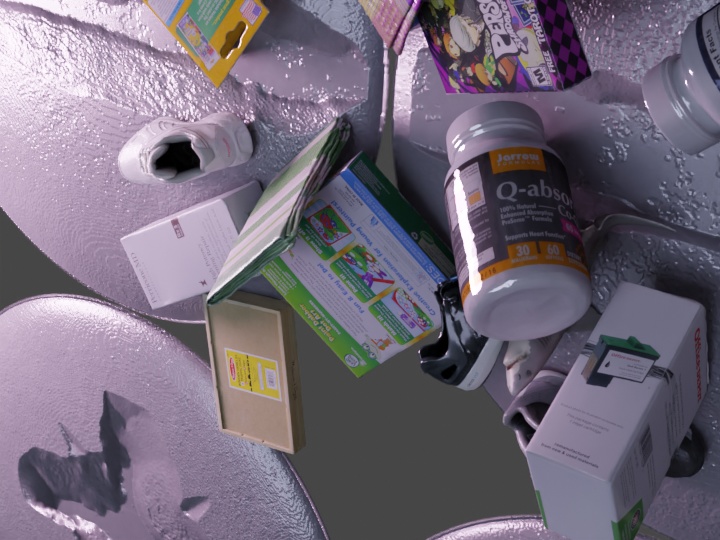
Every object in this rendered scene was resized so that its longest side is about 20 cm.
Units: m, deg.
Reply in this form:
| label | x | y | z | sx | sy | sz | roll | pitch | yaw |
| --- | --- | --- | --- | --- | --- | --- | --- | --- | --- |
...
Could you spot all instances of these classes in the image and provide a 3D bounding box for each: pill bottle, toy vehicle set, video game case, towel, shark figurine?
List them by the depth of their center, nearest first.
| label | x | y | z | sx | sy | sz | roll | pitch | yaw |
| --- | --- | --- | --- | --- | --- | --- | --- | --- | --- |
| pill bottle | 0.326 | -0.174 | 0.918 | 0.200 | 0.111 | 0.111 | -33 | 90 | 41 |
| video game case | 0.092 | -0.241 | 0.945 | 0.181 | 0.036 | 0.201 | 16 | 133 | 62 |
| towel | 0.018 | -0.282 | 0.984 | 0.144 | 0.023 | 0.200 | 59 | 162 | 9 |
| pill bottle | 0.137 | -0.047 | 1.060 | 0.116 | 0.116 | 0.202 | -38 | 48 | 41 |
| shark figurine | 0.217 | 0.020 | 1.134 | 0.089 | 0.128 | 0.215 | 28 | 111 | -8 |
| towel | -0.084 | -0.063 | 1.223 | 0.023 | 0.201 | 0.152 | 38 | 134 | -17 |
| toy vehicle set | -0.132 | 0.125 | 1.456 | 0.123 | 0.026 | 0.202 | 12 | 118 | 32 |

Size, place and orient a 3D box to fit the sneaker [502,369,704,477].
| label | x | y | z | sx | sy | sz | roll | pitch | yaw |
| --- | --- | --- | --- | --- | --- | --- | --- | --- | --- |
| sneaker | 0.231 | 0.176 | 1.155 | 0.199 | 0.115 | 0.076 | 20 | 122 | 28 |

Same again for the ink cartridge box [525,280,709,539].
| label | x | y | z | sx | sy | sz | roll | pitch | yaw |
| --- | --- | --- | --- | --- | --- | --- | --- | --- | --- |
| ink cartridge box | 0.237 | 0.133 | 1.051 | 0.084 | 0.201 | 0.147 | 18 | 148 | 30 |

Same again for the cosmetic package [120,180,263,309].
| label | x | y | z | sx | sy | sz | roll | pitch | yaw |
| --- | --- | --- | --- | --- | --- | --- | --- | --- | --- |
| cosmetic package | -0.188 | -0.028 | 1.394 | 0.199 | 0.074 | 0.102 | -19 | 99 | 39 |

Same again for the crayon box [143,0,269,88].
| label | x | y | z | sx | sy | sz | roll | pitch | yaw |
| --- | --- | --- | --- | --- | --- | --- | --- | --- | --- |
| crayon box | -0.175 | -0.316 | 1.259 | 0.200 | 0.051 | 0.126 | 50 | 131 | 7 |

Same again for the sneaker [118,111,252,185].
| label | x | y | z | sx | sy | sz | roll | pitch | yaw |
| --- | --- | --- | --- | --- | --- | --- | --- | --- | --- |
| sneaker | -0.225 | -0.136 | 1.350 | 0.199 | 0.099 | 0.079 | -10 | 106 | 39 |

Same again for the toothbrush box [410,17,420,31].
| label | x | y | z | sx | sy | sz | roll | pitch | yaw |
| --- | --- | --- | --- | --- | --- | --- | --- | --- | --- |
| toothbrush box | 0.058 | -0.342 | 1.051 | 0.146 | 0.085 | 0.201 | -28 | 95 | 42 |

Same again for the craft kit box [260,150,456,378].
| label | x | y | z | sx | sy | sz | roll | pitch | yaw |
| --- | --- | --- | --- | --- | --- | --- | --- | --- | --- |
| craft kit box | 0.000 | 0.000 | 1.262 | 0.200 | 0.049 | 0.197 | 48 | 129 | -9 |

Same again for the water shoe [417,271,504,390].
| label | x | y | z | sx | sy | sz | roll | pitch | yaw |
| --- | --- | --- | --- | --- | --- | --- | --- | --- | --- |
| water shoe | 0.115 | 0.024 | 1.157 | 0.078 | 0.072 | 0.202 | 16 | 104 | -8 |
